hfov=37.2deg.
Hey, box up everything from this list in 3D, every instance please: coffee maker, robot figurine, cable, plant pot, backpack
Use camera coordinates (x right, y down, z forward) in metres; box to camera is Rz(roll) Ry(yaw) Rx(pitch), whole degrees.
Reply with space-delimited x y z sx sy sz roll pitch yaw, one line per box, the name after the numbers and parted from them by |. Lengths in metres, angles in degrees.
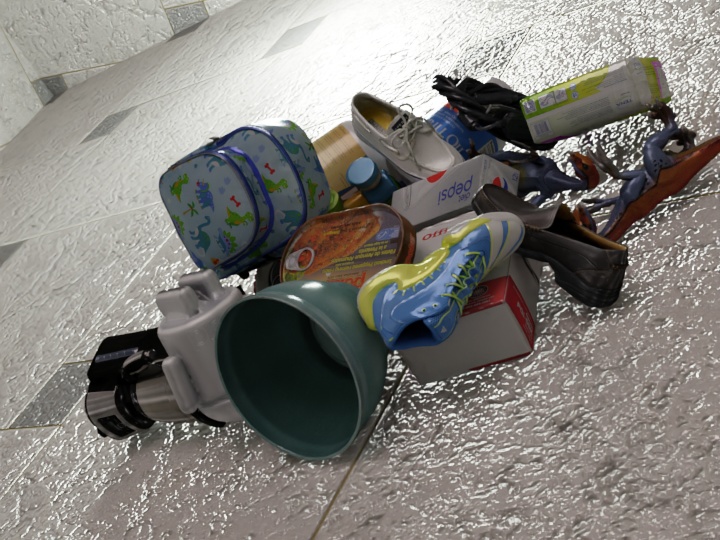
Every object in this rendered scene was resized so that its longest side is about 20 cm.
-0.253 0.132 1.444 0.199 0.136 0.192 -13 23 36 | coffee maker
-0.171 0.100 1.300 0.112 0.201 0.169 -7 26 48 | robot figurine
0.184 -0.216 1.453 0.199 0.051 0.163 -3 32 -45 | cable
-0.047 0.092 1.214 0.199 0.202 0.134 -9 18 40 | plant pot
-0.151 -0.096 1.407 0.199 0.184 0.147 -27 0 28 | backpack

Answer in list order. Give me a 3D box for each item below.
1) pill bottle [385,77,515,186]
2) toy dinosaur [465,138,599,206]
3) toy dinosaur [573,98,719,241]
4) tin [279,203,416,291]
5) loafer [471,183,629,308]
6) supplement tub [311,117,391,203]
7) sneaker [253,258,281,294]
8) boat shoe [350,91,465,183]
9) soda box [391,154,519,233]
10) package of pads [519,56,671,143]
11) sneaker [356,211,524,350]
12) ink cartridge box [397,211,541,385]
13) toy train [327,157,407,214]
0.141 -0.190 1.556 0.200 0.113 0.112 -42 27 -16 | pill bottle
0.230 -0.137 1.401 0.180 0.106 0.200 3 29 24 | toy dinosaur
0.321 -0.099 1.217 0.199 0.105 0.183 10 68 40 | toy dinosaur
-0.016 -0.015 1.292 0.199 0.042 0.113 -8 59 41 | tin
0.209 -0.045 1.166 0.199 0.073 0.073 36 39 24 | loafer
-0.031 -0.140 1.628 0.199 0.145 0.145 -36 26 -4 | supplement tub
-0.105 0.052 1.473 0.074 0.081 0.201 -10 37 8 | sneaker
0.061 -0.188 1.451 0.075 0.086 0.202 -42 59 -13 | boat shoe
0.116 -0.085 1.386 0.199 0.063 0.069 -18 57 56 | soda box
0.312 -0.221 1.385 0.153 0.069 0.200 -18 2 29 | package of pads
0.097 0.022 1.124 0.199 0.076 0.105 -31 46 6 | sneaker
0.128 0.022 1.238 0.146 0.083 0.201 -19 30 26 | ink cartridge box
-0.027 -0.069 1.515 0.199 0.116 0.085 -38 48 11 | toy train
